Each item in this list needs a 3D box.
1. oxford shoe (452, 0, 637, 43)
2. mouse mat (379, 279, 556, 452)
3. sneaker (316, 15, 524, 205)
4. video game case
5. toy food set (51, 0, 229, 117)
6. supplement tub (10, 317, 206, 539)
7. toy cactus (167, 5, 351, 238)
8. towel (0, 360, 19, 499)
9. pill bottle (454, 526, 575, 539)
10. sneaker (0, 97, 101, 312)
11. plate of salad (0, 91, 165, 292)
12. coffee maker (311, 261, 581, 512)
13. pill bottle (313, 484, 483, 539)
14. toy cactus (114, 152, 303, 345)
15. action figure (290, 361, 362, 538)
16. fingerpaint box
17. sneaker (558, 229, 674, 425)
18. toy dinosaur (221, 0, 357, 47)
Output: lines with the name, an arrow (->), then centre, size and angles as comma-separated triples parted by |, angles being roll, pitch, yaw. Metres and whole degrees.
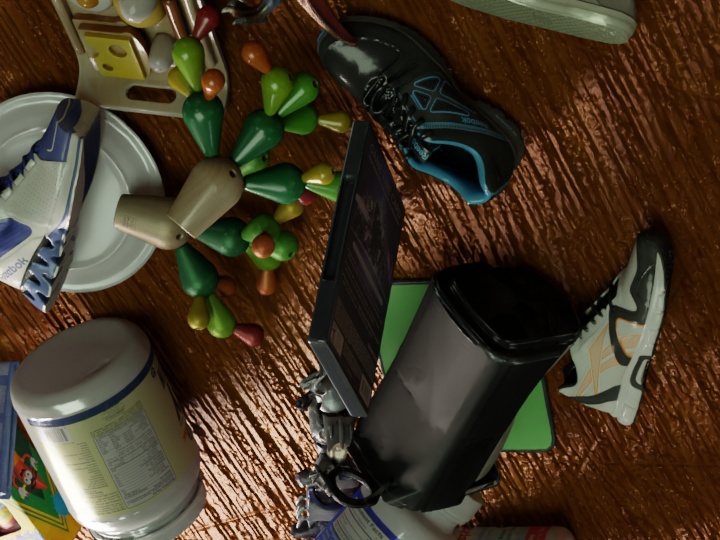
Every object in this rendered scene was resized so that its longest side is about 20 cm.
oxford shoe -> 0.123, -0.228, 1.228 | 0.198, 0.075, 0.058 | 17, 86, 16
mouse mat -> 0.094, 0.092, 1.488 | 0.159, 0.008, 0.201 | -1, 123, 19
sneaker -> 0.046, -0.133, 1.300 | 0.199, 0.082, 0.073 | 35, 130, -5
video game case -> 0.000, 0.000, 1.306 | 0.019, 0.202, 0.143 | 2, 152, 16
toy food set -> -0.200, -0.198, 1.318 | 0.142, 0.061, 0.201 | 7, 149, 15
supplement tub -> -0.243, 0.164, 1.565 | 0.144, 0.145, 0.201 | -8, 121, 23
toy cactus -> -0.100, -0.104, 1.304 | 0.165, 0.102, 0.200 | -50, 125, -3
towel -> -0.433, 0.171, 1.647 | 0.198, 0.148, 0.024 | -8, 164, 30
pill bottle -> 0.112, 0.309, 1.569 | 0.198, 0.109, 0.109 | -4, 122, 21
sneaker -> -0.306, -0.063, 1.411 | 0.114, 0.081, 0.201 | 19, 119, -3
plate of salad -> -0.275, -0.074, 1.472 | 0.198, 0.048, 0.202 | 3, 116, 7
coffee maker -> 0.081, 0.108, 1.381 | 0.134, 0.192, 0.201 | 35, 127, 13
pill bottle -> 0.021, 0.264, 1.502 | 0.112, 0.112, 0.200 | 41, 95, -12
toy cactus -> -0.139, -0.026, 1.414 | 0.163, 0.103, 0.201 | 13, 130, 1
action figure -> -0.033, 0.171, 1.518 | 0.069, 0.131, 0.201 | 4, 134, 4
fingerpaint box -> -0.431, 0.257, 1.739 | 0.199, 0.074, 0.168 | -18, 116, 28
sneaker -> 0.221, 0.049, 1.374 | 0.079, 0.074, 0.201 | 16, 127, 10
toy dinosaur -> -0.076, -0.294, 1.241 | 0.198, 0.105, 0.183 | 11, 119, -15
